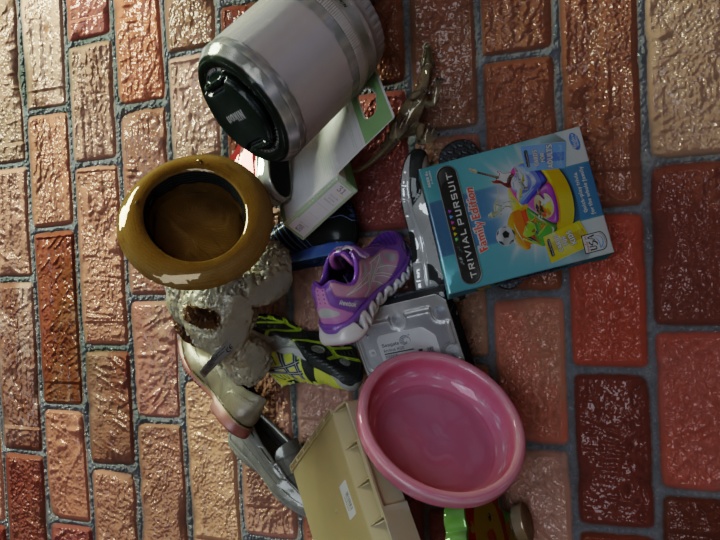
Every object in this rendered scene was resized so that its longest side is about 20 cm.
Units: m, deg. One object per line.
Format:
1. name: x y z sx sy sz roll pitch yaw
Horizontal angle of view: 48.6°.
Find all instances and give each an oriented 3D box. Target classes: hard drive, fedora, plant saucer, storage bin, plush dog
1. hard drive: 0.076 0.128 1.016 0.137 0.038 0.205 -13 104 23
2. fedora: -0.194 -0.046 0.964 0.195 0.083 0.205 -1 57 2
3. plant saucer: 0.088 0.184 0.906 0.199 0.200 0.052 35 134 18
4. storage bin: 0.007 0.285 0.976 0.200 0.092 0.203 -58 45 47
5. plush dog: -0.201 0.038 1.051 0.170 0.158 0.205 26 106 44

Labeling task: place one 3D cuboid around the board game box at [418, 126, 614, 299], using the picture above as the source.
1. board game box: 0.180 -0.067 0.941 0.195 0.047 0.155 -14 80 3

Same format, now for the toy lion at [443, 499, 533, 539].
1. toy lion: 0.152 0.342 0.926 0.067 0.191 0.205 -19 62 24

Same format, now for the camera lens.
1. camera lens: -0.084 -0.244 0.955 0.158 0.161 0.200 34 65 18

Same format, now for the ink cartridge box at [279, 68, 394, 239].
1. ink cartridge box: -0.030 -0.156 1.033 0.199 0.048 0.147 -39 39 20

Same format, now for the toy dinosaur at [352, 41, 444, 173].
1. toy dinosaur: 0.057 -0.186 1.015 0.057 0.101 0.202 29 100 -21

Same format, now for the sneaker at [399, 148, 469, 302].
1. sneaker: 0.100 -0.055 1.015 0.078 0.074 0.205 -9 97 20

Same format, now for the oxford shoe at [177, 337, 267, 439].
1. oxford shoe: -0.195 0.148 1.144 0.075 0.070 0.200 -49 56 6

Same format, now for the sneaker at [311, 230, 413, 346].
1. sneaker: 0.000 0.000 0.989 0.079 0.201 0.090 -8 120 36

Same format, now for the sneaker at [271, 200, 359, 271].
1. sneaker: -0.089 -0.046 1.102 0.195 0.070 0.080 -7 77 24

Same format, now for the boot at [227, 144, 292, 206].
1. boot: -0.161 -0.156 1.071 0.142 0.072 0.204 -19 52 27

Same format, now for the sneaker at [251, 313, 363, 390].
1. sneaker: -0.079 0.126 1.106 0.197 0.075 0.078 22 112 30

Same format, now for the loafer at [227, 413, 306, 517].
1. loafer: -0.106 0.269 1.119 0.198 0.070 0.071 36 114 19

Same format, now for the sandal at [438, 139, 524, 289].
1. sandal: 0.159 -0.071 0.998 0.074 0.045 0.204 -23 71 1
